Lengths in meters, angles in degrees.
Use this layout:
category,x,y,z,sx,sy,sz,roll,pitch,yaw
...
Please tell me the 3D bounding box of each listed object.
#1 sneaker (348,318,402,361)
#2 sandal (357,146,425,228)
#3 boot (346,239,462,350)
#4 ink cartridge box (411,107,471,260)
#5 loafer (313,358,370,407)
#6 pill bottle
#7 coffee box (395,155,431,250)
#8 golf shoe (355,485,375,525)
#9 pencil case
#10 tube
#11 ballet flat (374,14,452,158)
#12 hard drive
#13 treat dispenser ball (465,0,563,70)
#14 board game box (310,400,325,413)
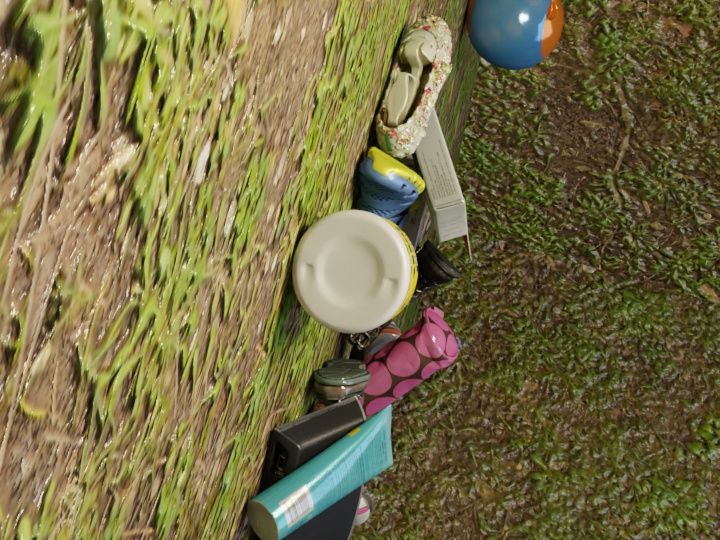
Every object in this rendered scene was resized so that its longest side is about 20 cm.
category,x,y,z,sx,sy,sz,roll,pitch,yaw
sneaker,0.014,0.140,1.969,0.201,0.076,0.083,-57,-153,37
sandal,0.029,-0.085,1.589,0.088,0.079,0.200,-54,166,-7
boot,0.051,0.045,1.829,0.174,0.069,0.200,-46,-176,-8
ink cartridge box,0.091,-0.128,1.665,0.174,0.043,0.202,76,-1,-65
loafer,-0.022,0.154,1.686,0.200,0.071,0.064,-36,129,-85
pill bottle,0.000,0.000,1.300,0.200,0.113,0.116,-11,116,-84
coffee box,0.062,-0.101,1.830,0.200,0.079,0.115,-50,154,-76
golf shoe,-0.049,0.264,1.571,0.092,0.072,0.200,-48,141,-11
pencil case,0.041,0.132,1.807,0.199,0.091,0.094,-33,-139,21
tube,-0.032,0.220,1.398,0.199,0.050,0.078,-28,132,-38
ballet flat,0.065,-0.233,1.580,0.064,0.075,0.203,52,47,-60
hard drive,-0.052,0.248,1.464,0.134,0.042,0.202,-17,128,-39
treat dispenser ball,0.313,-0.511,2.663,0.201,0.198,0.204,15,90,-85
board game box,-0.072,0.242,1.681,0.200,0.030,0.097,-63,167,-75
